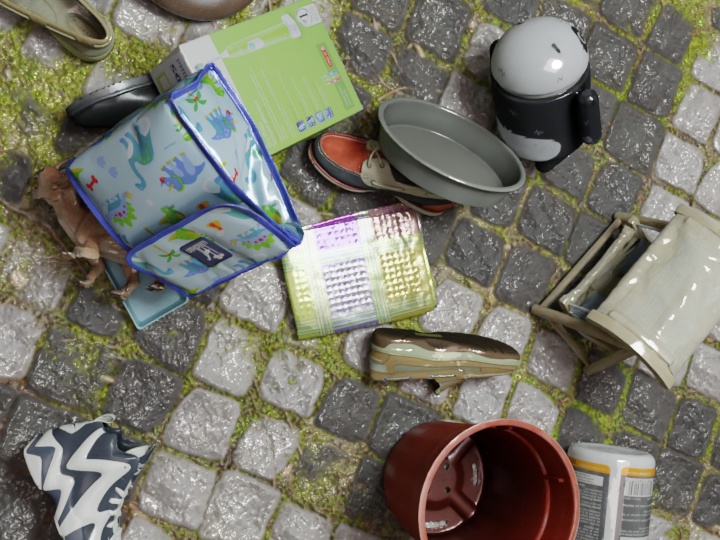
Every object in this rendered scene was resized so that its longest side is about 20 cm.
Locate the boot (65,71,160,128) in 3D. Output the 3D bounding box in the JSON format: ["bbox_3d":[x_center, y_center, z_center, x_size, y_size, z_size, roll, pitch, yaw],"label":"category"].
[{"bbox_3d":[-0.226,-0.123,1.075,0.163,0.066,0.202,-24,100,-20],"label":"boot"}]

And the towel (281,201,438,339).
[{"bbox_3d":[0.000,0.000,1.168,0.197,0.023,0.146,-13,93,-18],"label":"towel"}]

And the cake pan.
[{"bbox_3d":[0.106,-0.143,1.135,0.198,0.201,0.037,17,122,-17],"label":"cake pan"}]

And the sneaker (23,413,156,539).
[{"bbox_3d":[-0.273,0.252,1.040,0.128,0.079,0.201,-27,87,-8],"label":"sneaker"}]

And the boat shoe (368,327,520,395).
[{"bbox_3d":[0.104,0.121,1.185,0.197,0.072,0.077,7,101,-11],"label":"boat shoe"}]

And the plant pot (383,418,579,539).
[{"bbox_3d":[0.125,0.267,1.114,0.198,0.195,0.204,1,88,-18],"label":"plant pot"}]

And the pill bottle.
[{"bbox_3d":[0.320,0.335,1.220,0.115,0.116,0.203,8,87,-18],"label":"pill bottle"}]

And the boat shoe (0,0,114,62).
[{"bbox_3d":[-0.361,-0.310,1.032,0.200,0.063,0.074,39,78,-12],"label":"boat shoe"}]

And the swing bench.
[{"bbox_3d":[0.363,0.028,1.196,0.130,0.200,0.199,47,76,-12],"label":"swing bench"}]

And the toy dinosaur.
[{"bbox_3d":[-0.266,-0.048,1.035,0.198,0.086,0.137,21,62,-28],"label":"toy dinosaur"}]

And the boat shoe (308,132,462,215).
[{"bbox_3d":[0.034,-0.127,1.151,0.198,0.063,0.072,21,66,-13],"label":"boat shoe"}]

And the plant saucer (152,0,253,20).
[{"bbox_3d":[-0.190,-0.398,1.091,0.198,0.032,0.203,2,86,-30],"label":"plant saucer"}]

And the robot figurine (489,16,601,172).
[{"bbox_3d":[0.230,-0.221,1.171,0.148,0.201,0.126,2,52,17],"label":"robot figurine"}]

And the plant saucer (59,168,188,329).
[{"bbox_3d":[-0.277,-0.035,1.079,0.069,0.019,0.202,-30,97,-17],"label":"plant saucer"}]

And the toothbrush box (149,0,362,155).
[{"bbox_3d":[-0.116,-0.207,1.071,0.199,0.086,0.147,-33,100,-38],"label":"toothbrush box"}]

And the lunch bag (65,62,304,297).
[{"bbox_3d":[-0.175,-0.077,0.962,0.201,0.169,0.128,56,33,-19],"label":"lunch bag"}]
